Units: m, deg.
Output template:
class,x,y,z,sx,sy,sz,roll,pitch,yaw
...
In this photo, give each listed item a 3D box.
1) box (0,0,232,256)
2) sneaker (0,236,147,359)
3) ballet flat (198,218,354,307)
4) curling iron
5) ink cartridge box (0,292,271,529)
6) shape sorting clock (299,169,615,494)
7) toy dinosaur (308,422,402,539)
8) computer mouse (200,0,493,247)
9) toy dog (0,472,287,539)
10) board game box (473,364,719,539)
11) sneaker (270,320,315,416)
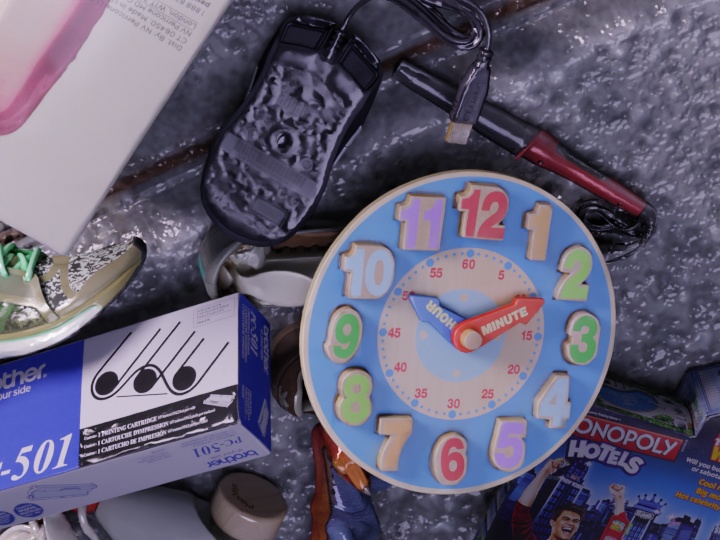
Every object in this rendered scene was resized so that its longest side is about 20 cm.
class,x,y,z,sx,sy,sz,roll,pitch,yaw
box,-0.160,-0.134,1.401,0.109,0.128,0.200,29,112,-17
sneaker,-0.229,0.006,1.507,0.199,0.077,0.089,-19,109,4
ballet flat,0.000,0.000,1.517,0.198,0.064,0.068,-1,117,-3
curling iron,0.101,-0.067,1.508,0.199,0.026,0.050,35,108,-19
ink cartridge box,-0.151,0.088,1.510,0.199,0.095,0.044,-17,143,21
shape sorting clock,0.061,0.039,1.485,0.199,0.039,0.202,-3,100,-16
toy dinosaur,-0.010,0.176,1.574,0.199,0.105,0.182,-29,123,12
computer mouse,-0.003,-0.096,1.471,0.140,0.046,0.201,24,106,2
toy dog,-0.146,0.174,1.582,0.198,0.096,0.133,1,118,-4
board game box,0.193,0.132,1.597,0.199,0.062,0.201,18,115,-14
sneaker,0.042,0.066,1.547,0.198,0.076,0.071,-7,118,1
